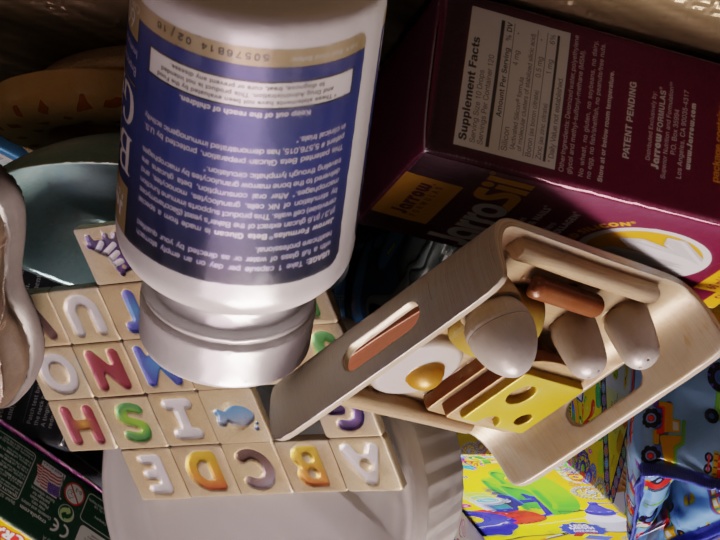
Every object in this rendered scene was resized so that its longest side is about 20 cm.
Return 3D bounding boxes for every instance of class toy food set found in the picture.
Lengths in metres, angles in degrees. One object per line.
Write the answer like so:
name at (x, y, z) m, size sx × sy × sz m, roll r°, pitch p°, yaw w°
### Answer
toy food set at (0.069, 0.052, 1.140) m, size 0.143 × 0.061 × 0.200 m, roll -37°, pitch 148°, yaw 26°
toy food set at (-0.091, -0.062, 1.266) m, size 0.197 × 0.049 × 0.200 m, roll 6°, pitch 159°, yaw 3°

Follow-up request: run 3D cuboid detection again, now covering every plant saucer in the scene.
plant saucer at (-0.103, -0.031, 1.230) m, size 0.200 × 0.039 × 0.201 m, roll 7°, pitch 159°, yaw 3°

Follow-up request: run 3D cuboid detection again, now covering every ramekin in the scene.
ramekin at (-0.035, 0.114, 1.299) m, size 0.202 × 0.203 × 0.094 m, roll -6°, pitch -177°, yaw 32°

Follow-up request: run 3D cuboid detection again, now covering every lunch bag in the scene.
lunch bag at (0.189, 0.080, 1.398) m, size 0.094 × 0.151 × 0.200 m, roll 9°, pitch 159°, yaw -4°

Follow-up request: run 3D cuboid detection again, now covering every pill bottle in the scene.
pill bottle at (-0.053, -0.051, 1.066) m, size 0.110 × 0.111 × 0.201 m, roll 7°, pitch 124°, yaw 0°

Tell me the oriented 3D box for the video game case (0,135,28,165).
video game case at (-0.199, -0.036, 1.418) m, size 0.143 × 0.018 × 0.200 m, roll -11°, pitch 153°, yaw 39°

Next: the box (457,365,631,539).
box at (0.071, 0.090, 1.513) m, size 0.199 × 0.123 × 0.193 m, roll -3°, pitch 156°, yaw 26°

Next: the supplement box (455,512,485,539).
supplement box at (0.003, 0.182, 1.462) m, size 0.103 × 0.102 × 0.200 m, roll 0°, pitch 158°, yaw 17°

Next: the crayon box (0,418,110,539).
crayon box at (-0.245, 0.143, 1.392) m, size 0.200 × 0.058 × 0.172 m, roll 37°, pitch 140°, yaw -22°

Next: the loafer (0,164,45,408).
loafer at (-0.210, 0.015, 1.203) m, size 0.073 × 0.071 × 0.200 m, roll 31°, pitch 148°, yaw 20°

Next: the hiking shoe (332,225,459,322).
hiking shoe at (0.000, 0.000, 1.361) m, size 0.087 × 0.074 × 0.200 m, roll 44°, pitch 138°, yaw 5°

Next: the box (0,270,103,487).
box at (-0.226, 0.056, 1.478) m, size 0.196 × 0.125 × 0.200 m, roll 12°, pitch 165°, yaw 16°

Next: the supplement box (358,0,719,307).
supplement box at (0.109, -0.055, 1.161) m, size 0.199 × 0.086 × 0.110 m, roll 13°, pitch 159°, yaw -14°

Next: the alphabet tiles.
alphabet tiles at (-0.088, 0.046, 1.223) m, size 0.199 × 0.008 × 0.168 m, roll -6°, pitch 119°, yaw 31°
